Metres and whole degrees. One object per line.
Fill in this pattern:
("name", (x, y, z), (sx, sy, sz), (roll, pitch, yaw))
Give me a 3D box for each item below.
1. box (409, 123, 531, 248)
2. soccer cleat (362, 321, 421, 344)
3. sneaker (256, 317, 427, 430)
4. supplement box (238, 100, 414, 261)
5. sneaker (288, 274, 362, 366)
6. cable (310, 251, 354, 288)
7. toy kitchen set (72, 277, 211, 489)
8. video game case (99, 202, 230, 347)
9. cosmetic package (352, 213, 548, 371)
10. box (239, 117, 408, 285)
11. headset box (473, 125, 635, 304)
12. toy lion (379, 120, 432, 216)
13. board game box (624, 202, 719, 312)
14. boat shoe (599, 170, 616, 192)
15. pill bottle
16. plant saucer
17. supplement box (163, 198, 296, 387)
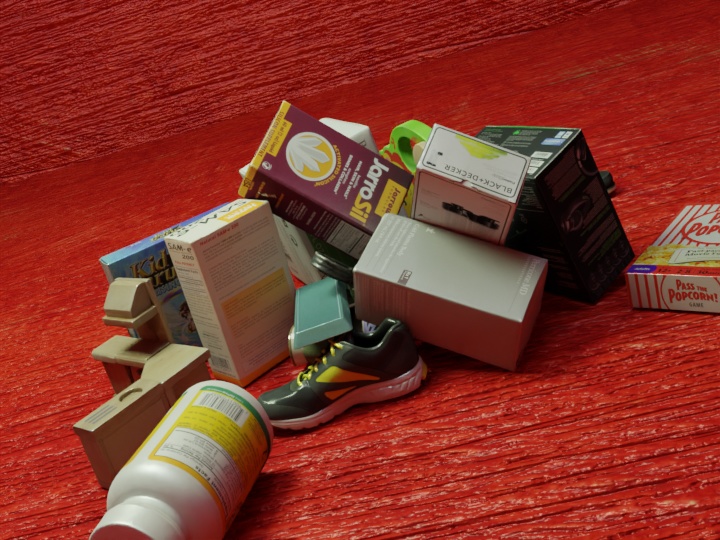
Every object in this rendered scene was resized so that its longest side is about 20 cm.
("box", (0.118, -0.070, 0.983), (0.114, 0.201, 0.061), (21, 66, 10))
("soccer cleat", (0.092, 0.042, 1.046), (0.197, 0.078, 0.067), (-23, 21, -15))
("sneaker", (-0.027, 0.109, 0.958), (0.196, 0.086, 0.075), (-18, 19, -3))
("supplement box", (-0.044, -0.111, 1.118), (0.112, 0.197, 0.086), (-66, 9, -26))
("sneaker", (-0.020, 0.060, 1.116), (0.088, 0.068, 0.201), (-3, 26, 19))
("cable", (0.000, 0.000, 1.096), (0.051, 0.199, 0.097), (-52, 48, 4))
("toy kitchen set", (-0.302, 0.124, 1.028), (0.197, 0.166, 0.180), (2, 27, 41))
("video game case", (-0.230, 0.030, 1.180), (0.197, 0.185, 0.045), (-27, 23, -24))
("cosmetic package", (0.100, 0.022, 0.961), (0.196, 0.091, 0.108), (14, 47, 19))
("box", (-0.049, -0.097, 1.298), (0.170, 0.202, 0.200), (-32, 22, -13))
("headset box", (0.220, -0.067, 1.058), (0.093, 0.202, 0.173), (-42, 27, -19))
("toy lion", (0.085, -0.150, 1.382), (0.068, 0.203, 0.191), (-26, 41, -22))
("board game box", (0.413, -0.018, 0.984), (0.149, 0.047, 0.199), (2, 28, 41))
("boat shoe", (0.297, -0.133, 1.351), (0.197, 0.064, 0.074), (-6, 20, 24))
("pill bottle", (-0.163, 0.200, 0.794), (0.110, 0.115, 0.201), (-9, 22, 20))
("plant saucer", (-0.048, 0.044, 1.021), (0.069, 0.019, 0.200), (-20, 15, 1))
("supplement box", (-0.154, 0.026, 1.103), (0.125, 0.204, 0.073), (-31, 25, -35))
